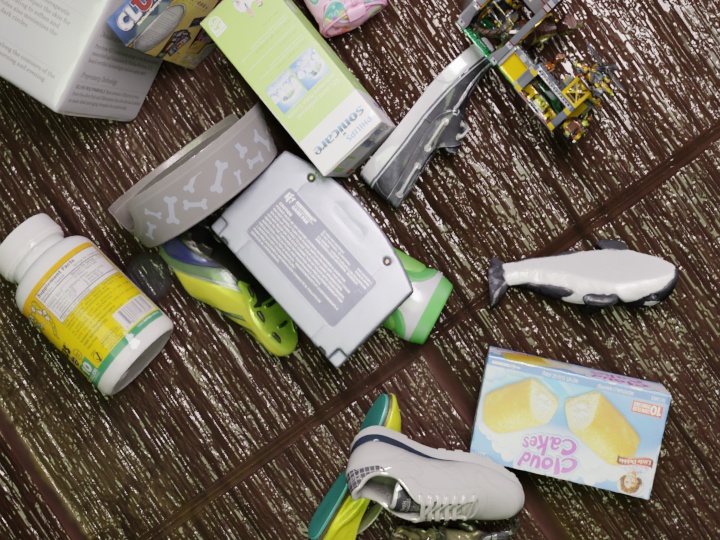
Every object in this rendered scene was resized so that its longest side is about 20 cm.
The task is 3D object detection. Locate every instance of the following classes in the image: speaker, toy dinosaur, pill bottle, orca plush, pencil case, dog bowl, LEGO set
[{"bbox_3d":[0.000,0.000,1.057,0.197,0.088,0.090,30,99,5],"label":"speaker"},{"bbox_3d":[0.136,0.299,1.086,0.196,0.047,0.090,17,104,5],"label":"toy dinosaur"},{"bbox_3d":[-0.318,0.034,1.096,0.200,0.113,0.113,44,100,2],"label":"pill bottle"},{"bbox_3d":[0.236,0.028,1.033,0.195,0.106,0.072,-9,125,7],"label":"orca plush"},{"bbox_3d":[-0.044,-0.357,1.033,0.086,0.087,0.204,-22,92,10],"label":"pencil case"},{"bbox_3d":[-0.173,-0.100,1.026,0.198,0.201,0.059,-32,106,10],"label":"dog bowl"},{"bbox_3d":[0.197,-0.242,0.972,0.116,0.153,0.201,-41,81,27],"label":"LEGO set"}]

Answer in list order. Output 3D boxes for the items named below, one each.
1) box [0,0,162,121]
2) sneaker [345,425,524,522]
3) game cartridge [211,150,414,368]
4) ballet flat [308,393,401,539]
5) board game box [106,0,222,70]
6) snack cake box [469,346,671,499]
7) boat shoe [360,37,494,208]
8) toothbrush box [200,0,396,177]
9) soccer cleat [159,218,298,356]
[{"bbox_3d":[-0.321,-0.286,1.024,0.197,0.200,0.174,31,101,5],"label":"box"},{"bbox_3d":[0.078,0.234,1.014,0.196,0.081,0.078,14,118,-4],"label":"sneaker"},{"bbox_3d":[-0.044,-0.018,1.000,0.133,0.041,0.200,-43,84,4],"label":"game cartridge"},{"bbox_3d":[0.010,0.234,1.095,0.066,0.067,0.203,24,102,-16],"label":"ballet flat"},{"bbox_3d":[-0.169,-0.278,1.001,0.135,0.200,0.035,-42,89,9],"label":"board game box"},{"bbox_3d":[0.224,0.163,1.047,0.195,0.067,0.118,11,96,8],"label":"snack cake box"},{"bbox_3d":[0.085,-0.155,1.037,0.068,0.072,0.201,42,102,5],"label":"boat shoe"},{"bbox_3d":[-0.059,-0.202,1.018,0.086,0.146,0.201,-41,89,9],"label":"toothbrush box"},{"bbox_3d":[-0.151,0.024,1.105,0.200,0.065,0.084,46,129,-2],"label":"soccer cleat"}]
